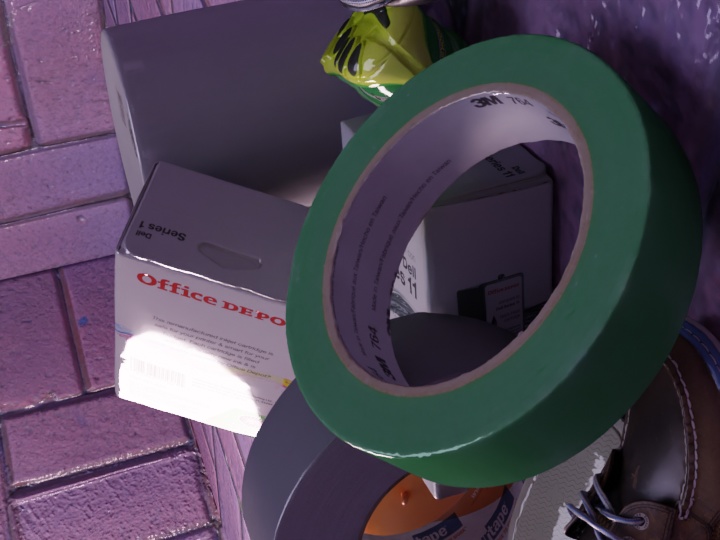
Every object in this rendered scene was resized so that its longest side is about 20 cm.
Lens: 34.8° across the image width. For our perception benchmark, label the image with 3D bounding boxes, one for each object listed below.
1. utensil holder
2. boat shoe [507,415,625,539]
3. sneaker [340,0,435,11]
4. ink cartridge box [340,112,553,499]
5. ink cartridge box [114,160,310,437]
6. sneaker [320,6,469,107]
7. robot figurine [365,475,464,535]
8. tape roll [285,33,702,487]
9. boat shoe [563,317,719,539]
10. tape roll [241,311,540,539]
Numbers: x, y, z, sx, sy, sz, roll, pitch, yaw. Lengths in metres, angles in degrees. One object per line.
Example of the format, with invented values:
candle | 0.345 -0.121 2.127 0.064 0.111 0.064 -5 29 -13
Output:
utensil holder | -0.084 -0.122 0.879 0.170 0.198 0.172 166 90 -75
boat shoe | 0.121 0.166 0.618 0.071 0.067 0.203 24 111 47
sneaker | 0.029 -0.174 0.579 0.200 0.112 0.077 -149 48 -70
ink cartridge box | 0.052 0.013 0.713 0.147 0.082 0.202 -128 29 -57
ink cartridge box | -0.095 0.031 0.821 0.201 0.143 0.085 108 178 -55
sneaker | 0.025 -0.125 0.697 0.083 0.074 0.200 39 -167 -13
robot figurine | 0.025 0.137 0.867 0.200 0.115 0.146 -128 35 -60
tape roll | 0.052 -0.007 0.518 0.048 0.200 0.201 31 -158 -41
boat shoe | 0.134 0.121 0.518 0.072 0.071 0.203 -138 39 -66
tape roll | 0.036 0.126 0.640 0.066 0.198 0.203 -128 29 -56
